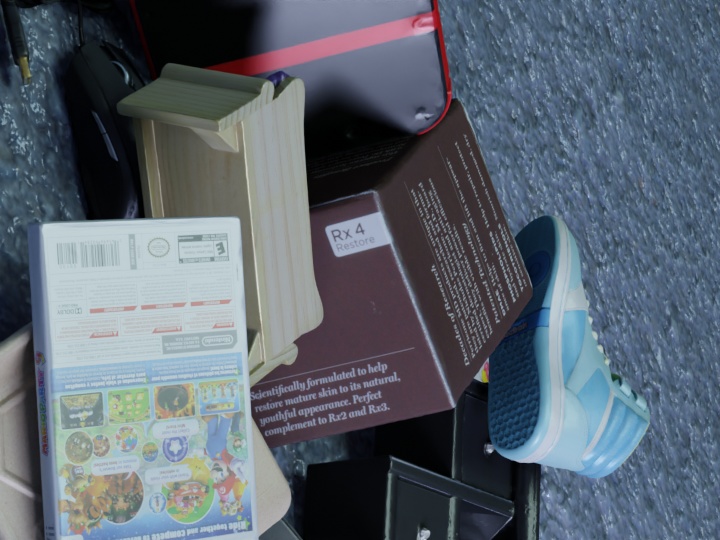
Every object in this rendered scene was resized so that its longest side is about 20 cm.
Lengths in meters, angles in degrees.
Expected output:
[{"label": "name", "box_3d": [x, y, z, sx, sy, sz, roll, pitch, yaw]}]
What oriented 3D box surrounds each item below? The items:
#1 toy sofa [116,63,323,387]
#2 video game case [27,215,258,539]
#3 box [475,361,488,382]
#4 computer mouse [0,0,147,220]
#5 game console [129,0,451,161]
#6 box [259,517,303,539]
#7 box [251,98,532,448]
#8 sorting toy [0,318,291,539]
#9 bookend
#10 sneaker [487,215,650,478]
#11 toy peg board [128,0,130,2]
[{"label": "toy sofa", "box_3d": [-0.089, -0.032, 1.461, 0.098, 0.083, 0.201, -39, 132, -49]}, {"label": "video game case", "box_3d": [-0.126, 0.070, 1.327, 0.143, 0.018, 0.201, -3, 89, -39]}, {"label": "box", "box_3d": [0.077, 0.114, 1.853, 0.201, 0.041, 0.156, 66, 29, -19]}, {"label": "computer mouse", "box_3d": [-0.170, -0.110, 1.454, 0.140, 0.046, 0.201, 1, 77, -65]}, {"label": "game console", "box_3d": [-0.043, -0.148, 1.512, 0.031, 0.199, 0.177, -106, -177, -52]}, {"label": "box", "box_3d": [-0.023, 0.250, 1.502, 0.201, 0.036, 0.144, 63, -11, -26]}, {"label": "box", "box_3d": [0.000, 0.000, 1.607, 0.165, 0.165, 0.200, 69, 28, -16]}, {"label": "sorting toy", "box_3d": [-0.147, 0.110, 1.343, 0.185, 0.036, 0.201, -37, 110, -34]}, {"label": "bookend", "box_3d": [0.044, 0.156, 1.663, 0.198, 0.092, 0.201, 27, 61, -49]}, {"label": "sneaker", "box_3d": [0.163, 0.066, 1.712, 0.130, 0.079, 0.201, 24, 61, -33]}, {"label": "toy peg board", "box_3d": [-0.117, -0.276, 1.556, 0.199, 0.097, 0.201, 46, 32, -47]}]
